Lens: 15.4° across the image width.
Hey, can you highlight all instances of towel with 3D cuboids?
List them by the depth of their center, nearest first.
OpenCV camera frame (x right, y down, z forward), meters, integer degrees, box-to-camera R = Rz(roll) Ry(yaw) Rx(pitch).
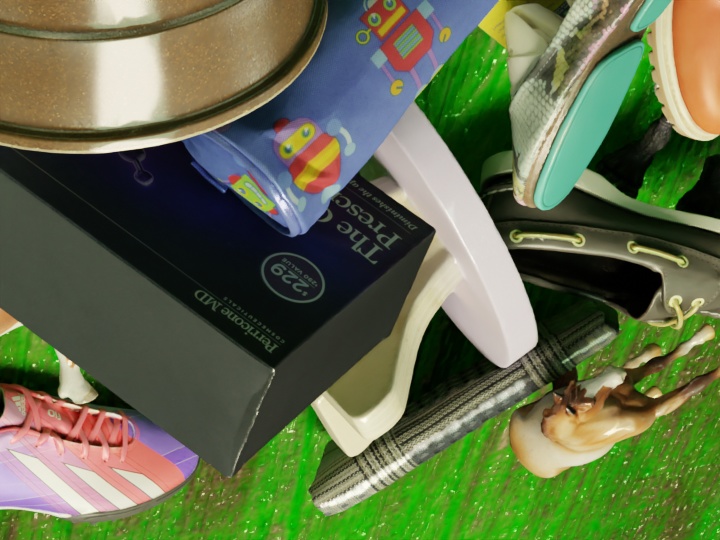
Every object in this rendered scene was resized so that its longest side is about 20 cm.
[{"bbox_3d":[0.060,0.070,1.510,0.192,0.035,0.200,-33,178,5],"label":"towel"}]

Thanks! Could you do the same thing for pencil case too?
[{"bbox_3d":[-0.001,-0.106,1.171,0.200,0.087,0.078,-50,115,-14],"label":"pencil case"}]

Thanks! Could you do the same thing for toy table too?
[{"bbox_3d":[0.000,0.000,1.363,0.117,0.184,0.200,-37,121,-9],"label":"toy table"}]

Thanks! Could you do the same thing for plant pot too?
[{"bbox_3d":[-0.111,-0.186,1.057,0.200,0.200,0.199,-13,133,-16],"label":"plant pot"}]

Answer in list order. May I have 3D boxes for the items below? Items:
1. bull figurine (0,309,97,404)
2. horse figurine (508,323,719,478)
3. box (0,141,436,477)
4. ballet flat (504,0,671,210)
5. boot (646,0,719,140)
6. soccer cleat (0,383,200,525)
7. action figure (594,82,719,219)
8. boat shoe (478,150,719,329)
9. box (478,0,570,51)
[{"bbox_3d":[-0.177,0.011,1.333,0.199,0.065,0.122,-14,110,-3],"label":"bull figurine"},{"bbox_3d":[0.131,0.075,1.474,0.132,0.050,0.200,-27,179,-22],"label":"horse figurine"},{"bbox_3d":[-0.089,-0.020,1.212,0.141,0.200,0.079,-42,162,-44],"label":"box"},{"bbox_3d":[0.111,-0.124,1.273,0.069,0.071,0.200,-27,152,-55],"label":"ballet flat"},{"bbox_3d":[0.205,-0.148,1.281,0.075,0.107,0.201,-7,117,-44],"label":"boot"},{"bbox_3d":[-0.175,0.094,1.450,0.199,0.068,0.073,-1,133,-26],"label":"soccer cleat"},{"bbox_3d":[0.209,-0.095,1.407,0.119,0.102,0.200,26,131,-8],"label":"action figure"},{"bbox_3d":[0.151,-0.001,1.432,0.201,0.061,0.072,20,154,-16],"label":"boat shoe"},{"bbox_3d":[0.087,-0.171,1.297,0.117,0.048,0.200,-38,143,16],"label":"box"}]
